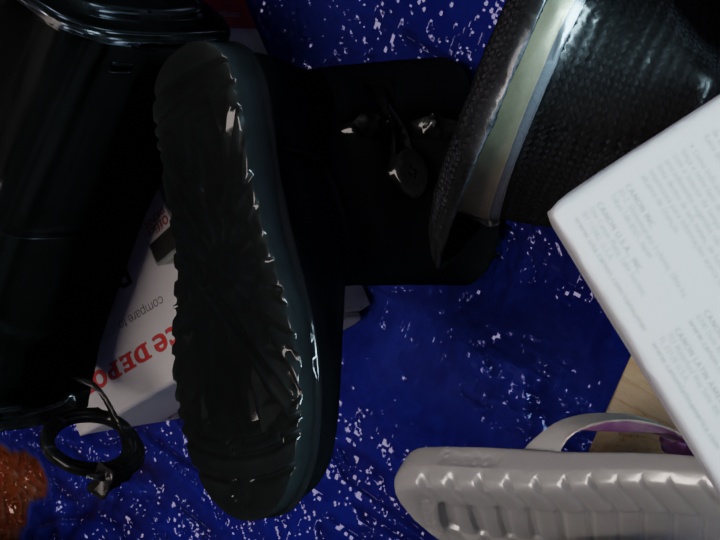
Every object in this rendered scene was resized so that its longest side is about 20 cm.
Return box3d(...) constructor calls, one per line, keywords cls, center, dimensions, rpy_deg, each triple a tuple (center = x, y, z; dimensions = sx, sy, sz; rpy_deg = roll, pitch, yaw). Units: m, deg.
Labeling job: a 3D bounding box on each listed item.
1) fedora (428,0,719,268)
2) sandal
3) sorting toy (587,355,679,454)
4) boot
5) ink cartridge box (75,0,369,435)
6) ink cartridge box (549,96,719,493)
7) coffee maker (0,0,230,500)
box3d(cls="fedora", center=(0.099, -0.069, 0.748), dimensions=(0.091, 0.201, 0.202), rpy_deg=(24, 112, 6))
box3d(cls="sandal", center=(0.104, 0.081, 0.744), dimensions=(0.201, 0.083, 0.050), rpy_deg=(3, 55, 30))
box3d(cls="sorting toy", center=(0.208, 0.058, 0.740), dimensions=(0.199, 0.069, 0.200), rpy_deg=(34, 115, 30))
box3d(cls="boot", center=(0.000, 0.000, 0.822), dimensions=(0.076, 0.167, 0.202), rpy_deg=(-18, 77, 44))
box3d(cls="ink cartridge box", center=(-0.104, -0.038, 0.956), dimensions=(0.146, 0.083, 0.201), rpy_deg=(-30, 77, 35))
box3d(cls="ink cartridge box", center=(0.187, -0.006, 0.631), dimensions=(0.199, 0.047, 0.161), rpy_deg=(-33, 86, 13))
box3d(cls="coffee maker", center=(-0.139, -0.042, 0.867), dimensions=(0.191, 0.135, 0.201), rpy_deg=(28, 114, 5))
